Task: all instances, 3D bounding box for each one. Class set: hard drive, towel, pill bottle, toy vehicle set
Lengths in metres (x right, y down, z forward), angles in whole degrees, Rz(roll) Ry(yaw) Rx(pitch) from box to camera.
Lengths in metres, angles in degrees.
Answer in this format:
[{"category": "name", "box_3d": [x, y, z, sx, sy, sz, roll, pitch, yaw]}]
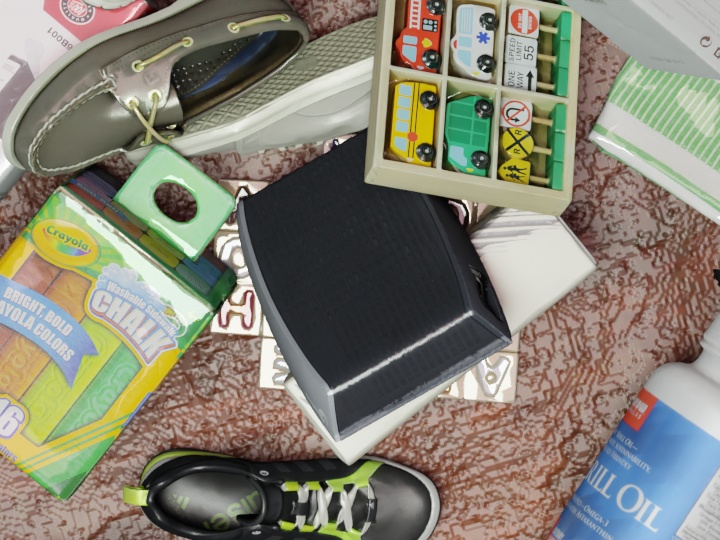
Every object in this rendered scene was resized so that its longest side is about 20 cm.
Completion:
[{"category": "hard drive", "box_3d": [0.000, 0.000, 1.626, 0.135, 0.200, 0.042, -30, 135, 3]}, {"category": "towel", "box_3d": [0.254, -0.130, 1.700, 0.152, 0.023, 0.200, 32, 93, -1]}, {"category": "pill bottle", "box_3d": [0.206, 0.127, 1.670, 0.112, 0.112, 0.200, 32, 92, -1]}, {"category": "toy vehicle set", "box_3d": [0.072, -0.137, 1.646, 0.124, 0.027, 0.200, 9, 66, -10]}]

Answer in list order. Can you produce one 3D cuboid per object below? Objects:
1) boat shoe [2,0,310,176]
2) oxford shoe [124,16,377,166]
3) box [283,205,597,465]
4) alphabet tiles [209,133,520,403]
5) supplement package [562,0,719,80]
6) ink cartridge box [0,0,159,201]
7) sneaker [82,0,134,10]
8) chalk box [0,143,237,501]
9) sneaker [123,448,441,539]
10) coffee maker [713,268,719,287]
[{"category": "boat shoe", "box_3d": [-0.123, -0.114, 1.627, 0.202, 0.072, 0.060, -33, 51, -20]}, {"category": "oxford shoe", "box_3d": [-0.052, -0.099, 1.684, 0.200, 0.075, 0.058, -20, 126, 3]}, {"category": "box", "box_3d": [0.049, 0.033, 1.674, 0.200, 0.082, 0.068, -39, 92, 1]}, {"category": "alphabet tiles", "box_3d": [0.005, -0.004, 1.715, 0.200, 0.008, 0.167, 3, 93, 0]}, {"category": "supplement package", "box_3d": [0.213, -0.229, 1.615, 0.110, 0.114, 0.200, 36, 84, -23]}, {"category": "ink cartridge box", "box_3d": [-0.245, -0.134, 1.671, 0.144, 0.084, 0.200, 40, 94, -1]}, {"category": "sneaker", "box_3d": [-0.108, -0.237, 1.628, 0.077, 0.085, 0.200, 36, 52, -6]}, {"category": "chalk box", "box_3d": [-0.160, 0.019, 1.647, 0.124, 0.124, 0.200, 37, 100, -2]}, {"category": "sneaker", "box_3d": [-0.049, 0.154, 1.686, 0.200, 0.083, 0.072, 2, 93, 0]}, {"category": "coffee maker", "box_3d": [0.347, -0.021, 1.664, 0.200, 0.135, 0.192, -52, 134, 3]}]
